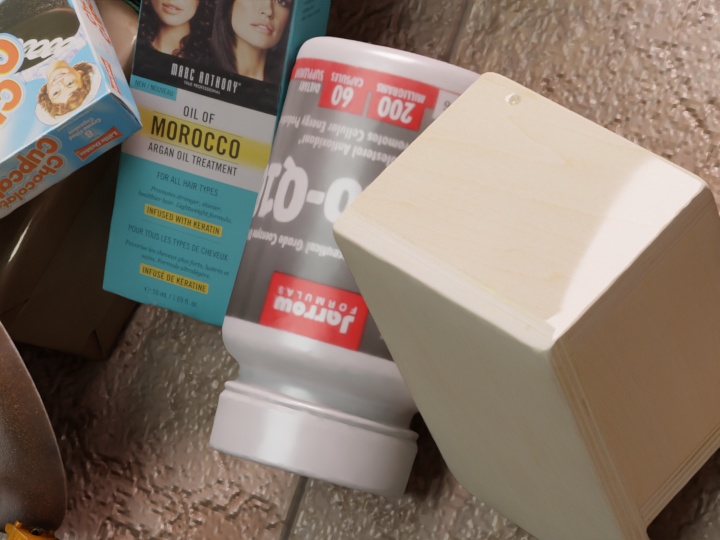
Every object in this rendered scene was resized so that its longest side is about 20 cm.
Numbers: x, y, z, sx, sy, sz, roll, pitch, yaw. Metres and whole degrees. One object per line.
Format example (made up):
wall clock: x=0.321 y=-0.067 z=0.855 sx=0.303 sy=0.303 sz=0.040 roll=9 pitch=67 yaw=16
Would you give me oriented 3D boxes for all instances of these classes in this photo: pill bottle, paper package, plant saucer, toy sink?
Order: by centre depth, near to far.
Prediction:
toy sink: x=0.096 y=0.030 z=1.144 sx=0.112 sy=0.200 sz=0.130 roll=-45 pitch=49 yaw=-17
pill bottle: x=0.000 y=0.000 z=1.236 sx=0.114 sy=0.114 sz=0.200 roll=13 pitch=86 yaw=38
plant saucer: x=-0.222 y=0.058 z=1.360 sx=0.032 sy=0.200 sz=0.200 roll=-32 pitch=55 yaw=-26
paper package: x=-0.187 y=-0.079 z=1.405 sx=0.200 sy=0.103 sz=0.191 roll=37 pitch=102 yaw=38

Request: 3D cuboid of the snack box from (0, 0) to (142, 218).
snack box: x=-0.212 y=-0.066 z=1.296 sx=0.200 sy=0.037 sz=0.116 roll=-32 pitch=51 yaw=8

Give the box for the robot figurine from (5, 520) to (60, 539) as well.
robot figurine: x=-0.122 y=0.211 z=1.280 sx=0.200 sy=0.058 sz=0.145 roll=31 pitch=97 yaw=39

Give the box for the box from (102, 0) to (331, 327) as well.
box: x=-0.070 y=-0.077 z=1.289 sx=0.082 sy=0.049 sz=0.200 roll=16 pitch=113 yaw=16
